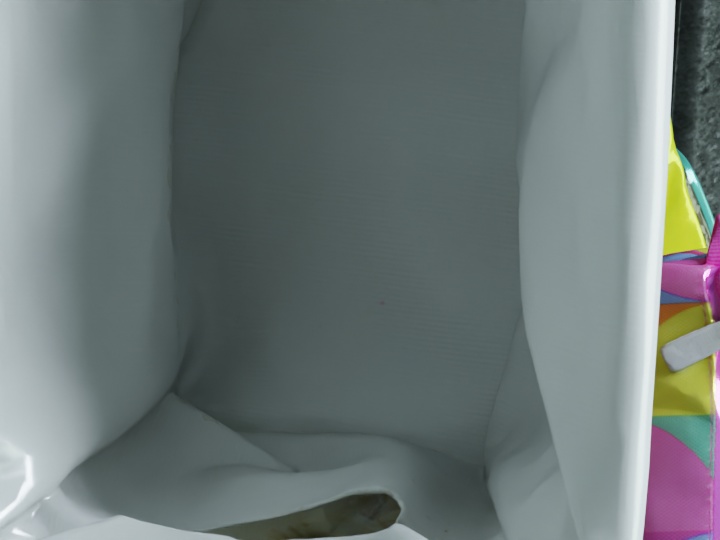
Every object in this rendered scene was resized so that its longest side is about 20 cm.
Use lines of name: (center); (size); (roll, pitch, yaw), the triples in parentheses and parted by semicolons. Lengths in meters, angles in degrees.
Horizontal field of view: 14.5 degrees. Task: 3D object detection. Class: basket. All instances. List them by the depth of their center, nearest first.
basket: (-0.007, -0.036, 0.544); (0.123, 0.135, 0.201); (-7, 100, -83)

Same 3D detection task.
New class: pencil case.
pencil case: (0.107, 0.086, 0.862); (0.088, 0.088, 0.201); (32, 57, -80)

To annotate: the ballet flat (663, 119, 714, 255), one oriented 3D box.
ballet flat: (0.081, -0.046, 0.985); (0.067, 0.067, 0.201); (36, -38, 59)
